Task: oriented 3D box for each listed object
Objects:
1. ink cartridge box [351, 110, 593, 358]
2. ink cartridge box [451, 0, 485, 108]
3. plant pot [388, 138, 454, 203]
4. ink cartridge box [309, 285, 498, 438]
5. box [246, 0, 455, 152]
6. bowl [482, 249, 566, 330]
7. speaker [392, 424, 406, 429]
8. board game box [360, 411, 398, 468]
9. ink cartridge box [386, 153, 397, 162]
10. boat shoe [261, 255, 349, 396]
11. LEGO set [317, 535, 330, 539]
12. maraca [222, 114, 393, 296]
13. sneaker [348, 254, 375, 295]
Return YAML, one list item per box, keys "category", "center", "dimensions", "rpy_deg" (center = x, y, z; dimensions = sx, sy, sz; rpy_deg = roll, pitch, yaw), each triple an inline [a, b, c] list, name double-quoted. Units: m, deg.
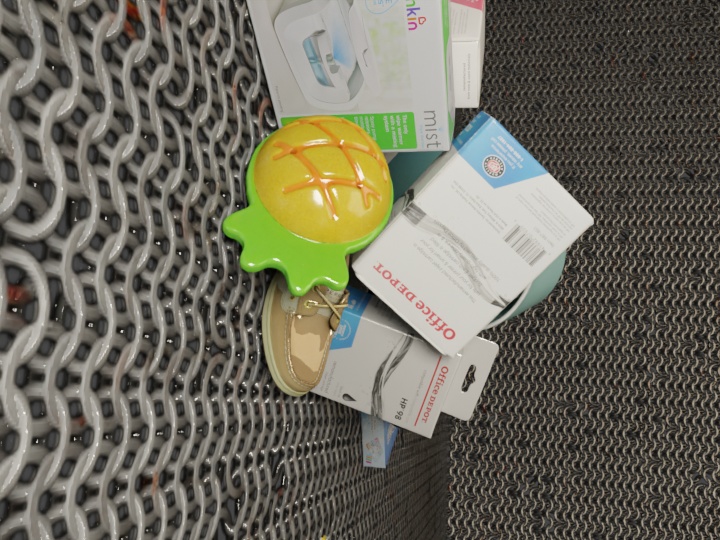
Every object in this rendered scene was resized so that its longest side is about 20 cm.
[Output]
- category: "ink cartridge box"
  center: [0.108, -0.036, 0.697]
  dimensions: [0.145, 0.200, 0.084]
  rpy_deg: [41, 15, -11]
- category: "ink cartridge box"
  center: [0.041, -0.258, 0.782]
  dimensions: [0.147, 0.197, 0.083]
  rpy_deg: [-76, 164, -44]
- category: "plant pot"
  center: [0.117, -0.102, 1.112]
  dimensions: [0.141, 0.140, 0.202]
  rpy_deg: [57, 14, -68]
- category: "ink cartridge box"
  center: [0.048, 0.110, 0.785]
  dimensions: [0.067, 0.198, 0.117]
  rpy_deg: [-55, 164, -67]
- category: "box"
  center: [0.000, -0.221, 0.653]
  dimensions: [0.097, 0.174, 0.201]
  rpy_deg: [-76, 163, -45]
- category: "bowl"
  center: [0.173, -0.027, 0.843]
  dimensions: [0.104, 0.200, 0.204]
  rpy_deg: [4, 86, -36]
- category: "speaker"
  center: [0.090, 0.198, 1.116]
  dimensions: [0.200, 0.080, 0.082]
  rpy_deg: [1, 90, -76]
- category: "board game box"
  center: [0.040, 0.194, 1.167]
  dimensions: [0.200, 0.043, 0.202]
  rpy_deg: [-54, 144, -67]
- category: "ink cartridge box"
  center: [0.052, -0.193, 0.915]
  dimensions: [0.041, 0.200, 0.200]
  rpy_deg: [45, 19, -2]
- category: "boat shoe"
  center: [-0.046, 0.019, 0.666]
  dimensions: [0.074, 0.066, 0.203]
  rpy_deg: [25, 59, -42]
- category: "LEGO set"
  center: [-0.048, 0.355, 0.617]
  dimensions: [0.155, 0.114, 0.202]
  rpy_deg: [-73, 159, -51]
- category: "maraca"
  center: [-0.041, -0.063, 0.606]
  dimensions: [0.107, 0.136, 0.201]
  rpy_deg: [116, -2, -50]
- category: "sneaker"
  center: [0.000, 0.000, 0.881]
  dimensions: [0.075, 0.081, 0.203]
  rpy_deg: [56, 37, -68]
